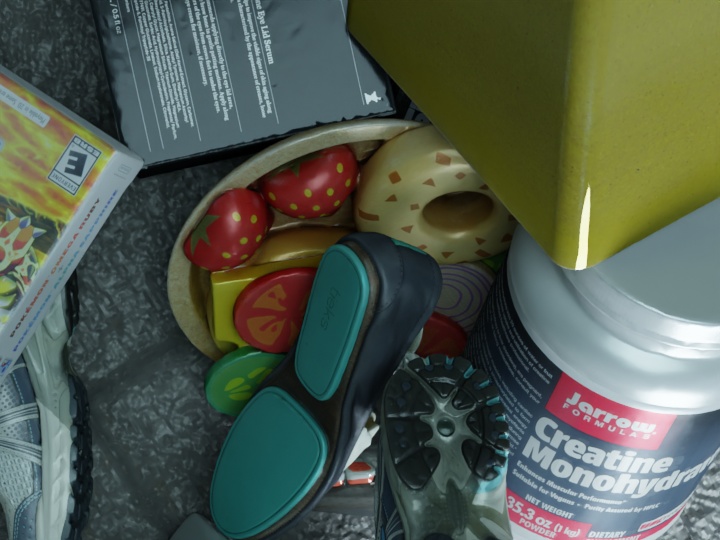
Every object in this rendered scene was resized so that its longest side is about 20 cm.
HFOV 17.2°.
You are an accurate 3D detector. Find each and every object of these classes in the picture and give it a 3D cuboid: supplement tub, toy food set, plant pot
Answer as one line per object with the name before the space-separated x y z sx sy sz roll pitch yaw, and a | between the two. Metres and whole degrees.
supplement tub | 0.128 0.038 1.180 0.140 0.200 0.141 9 50 -10
toy food set | 0.000 0.000 1.225 0.200 0.049 0.198 -10 139 -9
plant pot | 0.121 -0.159 1.082 0.200 0.177 0.200 -27 54 -18

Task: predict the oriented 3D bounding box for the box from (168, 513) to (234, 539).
box | -0.068 0.264 1.202 0.171 0.199 0.200 37 88 -12

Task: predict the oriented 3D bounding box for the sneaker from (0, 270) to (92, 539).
sneaker | -0.187 0.066 1.231 0.086 0.078 0.200 -5 88 1

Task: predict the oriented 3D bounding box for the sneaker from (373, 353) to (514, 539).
sneaker | 0.044 0.147 1.143 0.077 0.086 0.200 3 67 -7

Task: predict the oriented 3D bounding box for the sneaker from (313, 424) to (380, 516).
sneaker | 0.053 0.131 1.283 0.200 0.077 0.082 0 105 -8

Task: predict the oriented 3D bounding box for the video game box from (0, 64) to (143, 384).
video game box | -0.239 -0.032 1.180 0.200 0.047 0.182 33 94 14

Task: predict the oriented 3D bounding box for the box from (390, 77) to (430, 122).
box | 0.121 -0.104 1.291 0.193 0.048 0.200 24 88 -13

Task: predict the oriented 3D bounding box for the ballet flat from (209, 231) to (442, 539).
ballet flat | -0.012 0.063 1.203 0.073 0.073 0.200 18 124 -12

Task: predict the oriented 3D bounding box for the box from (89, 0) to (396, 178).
box | -0.071 -0.160 1.215 0.141 0.079 0.200 -12 89 1
